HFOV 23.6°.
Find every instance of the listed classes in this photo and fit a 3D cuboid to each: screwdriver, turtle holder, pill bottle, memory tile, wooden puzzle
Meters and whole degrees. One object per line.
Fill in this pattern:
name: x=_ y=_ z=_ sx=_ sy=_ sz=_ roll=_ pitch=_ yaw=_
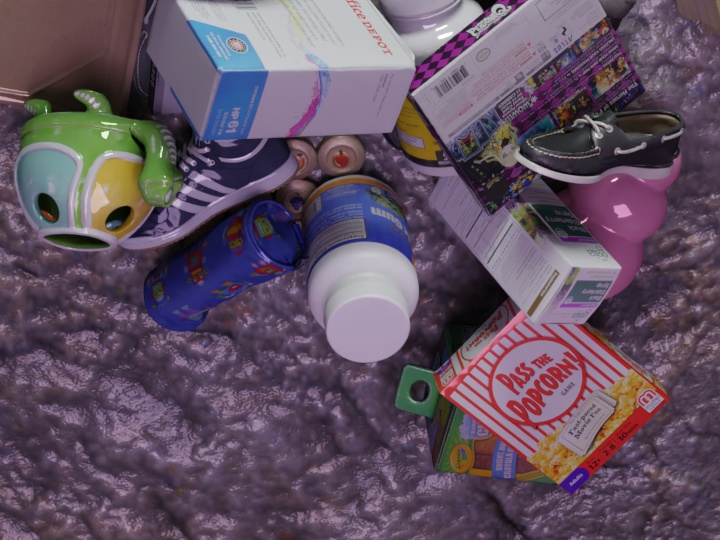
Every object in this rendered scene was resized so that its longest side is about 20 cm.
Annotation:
screwdriver: x=0.069 y=-0.102 z=1.788 sx=0.028 sy=0.029 sz=0.200 roll=-31 pitch=117 yaw=15
turtle holder: x=-0.245 y=-0.088 z=1.660 sx=0.185 sy=0.132 sz=0.141 roll=5 pitch=165 yaw=11
pill bottle: x=0.000 y=0.000 z=1.732 sx=0.112 sy=0.200 sz=0.112 roll=-3 pitch=125 yaw=-4
memory tile: x=-0.091 y=-0.073 z=1.804 sx=0.200 sy=0.017 sz=0.153 roll=-4 pitch=125 yaw=-2
wooden puzzle: x=-0.311 y=-0.239 z=1.656 sx=0.200 sy=0.037 sz=0.185 roll=11 pitch=124 yaw=-8
pill bottle: x=0.075 y=-0.200 z=1.674 sx=0.111 sy=0.111 sz=0.200 roll=-14 pitch=125 yaw=4

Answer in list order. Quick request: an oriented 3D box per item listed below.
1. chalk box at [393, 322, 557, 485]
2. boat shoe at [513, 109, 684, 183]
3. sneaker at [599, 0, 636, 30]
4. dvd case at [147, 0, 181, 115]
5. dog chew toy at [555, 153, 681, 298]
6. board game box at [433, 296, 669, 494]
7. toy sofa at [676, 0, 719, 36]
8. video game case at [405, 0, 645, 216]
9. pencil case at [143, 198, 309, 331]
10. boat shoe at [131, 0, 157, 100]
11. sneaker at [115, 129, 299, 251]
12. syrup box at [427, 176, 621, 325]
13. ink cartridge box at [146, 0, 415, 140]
chalk box: x=0.140 y=0.146 z=1.916 sx=0.200 sy=0.124 sz=0.125 roll=6 pitch=124 yaw=-11
boat shoe: x=0.231 y=-0.122 z=1.642 sx=0.200 sy=0.074 sz=0.060 roll=-2 pitch=124 yaw=-35
sneaker: x=0.158 y=-0.257 z=1.663 sx=0.199 sy=0.076 sz=0.114 roll=20 pitch=114 yaw=-25
dvd case: x=-0.101 y=-0.226 z=1.644 sx=0.200 sy=0.025 sz=0.150 roll=-10 pitch=132 yaw=-25
dog chew toy: x=0.260 y=-0.067 z=1.787 sx=0.124 sy=0.125 sz=0.200 roll=25 pitch=111 yaw=-21
board game box: x=0.200 y=0.122 z=1.813 sx=0.200 sy=0.046 sz=0.152 roll=38 pitch=104 yaw=-20
toy sofa: x=0.346 y=-0.324 z=1.644 sx=0.083 sy=0.098 sz=0.200 roll=-32 pitch=125 yaw=-13
video game case: x=0.156 y=-0.174 z=1.635 sx=0.200 sy=0.036 sz=0.181 roll=-39 pitch=131 yaw=-1
pencil case: x=-0.137 y=-0.004 z=1.766 sx=0.087 sy=0.078 sz=0.200 roll=3 pitch=156 yaw=-44
boat shoe: x=-0.179 y=-0.241 z=1.648 sx=0.073 sy=0.062 sz=0.200 roll=16 pitch=122 yaw=-16
sneaker: x=-0.171 y=-0.103 z=1.721 sx=0.200 sy=0.070 sz=0.109 roll=-26 pitch=129 yaw=3
syrup box: x=0.163 y=-0.038 z=1.732 sx=0.079 sy=0.200 sz=0.081 roll=1 pitch=130 yaw=-43
ink cartridge box: x=-0.072 y=-0.193 z=1.565 sx=0.200 sy=0.145 sz=0.085 roll=-6 pitch=134 yaw=-29
